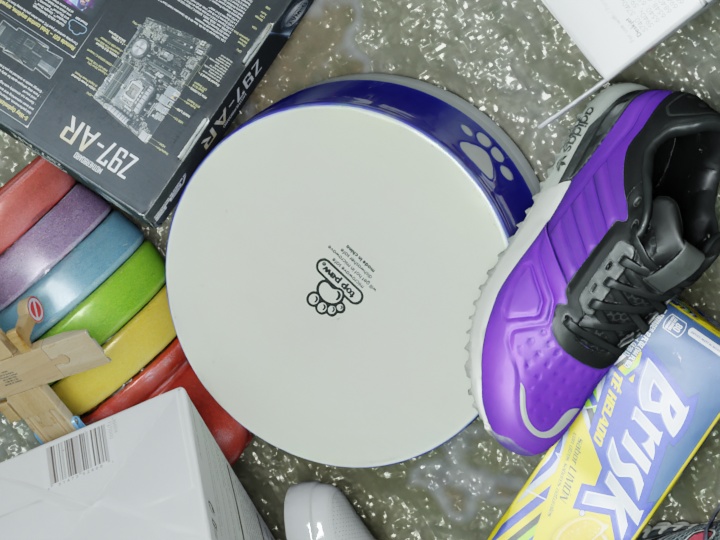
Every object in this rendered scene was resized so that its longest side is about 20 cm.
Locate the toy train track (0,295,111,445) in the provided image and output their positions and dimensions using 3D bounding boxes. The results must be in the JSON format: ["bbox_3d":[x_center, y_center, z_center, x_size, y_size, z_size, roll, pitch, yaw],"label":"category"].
[{"bbox_3d":[-0.159,0.075,1.271,0.114,0.033,0.200,-18,125,26],"label":"toy train track"}]

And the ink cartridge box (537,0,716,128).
[{"bbox_3d":[0.155,-0.159,1.151,0.200,0.116,0.068,-38,89,23],"label":"ink cartridge box"}]

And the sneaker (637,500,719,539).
[{"bbox_3d":[0.180,0.165,1.252,0.200,0.075,0.081,-34,91,25],"label":"sneaker"}]

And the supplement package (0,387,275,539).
[{"bbox_3d":[-0.100,0.185,1.256,0.121,0.120,0.200,-23,129,5],"label":"supplement package"}]

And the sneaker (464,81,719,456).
[{"bbox_3d":[0.125,-0.001,1.170,0.099,0.069,0.201,12,76,54],"label":"sneaker"}]

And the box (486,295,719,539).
[{"bbox_3d":[0.125,0.109,1.235,0.064,0.070,0.200,34,98,8],"label":"box"}]

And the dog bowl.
[{"bbox_3d":[0.000,0.000,1.269,0.199,0.079,0.201,5,106,18],"label":"dog bowl"}]

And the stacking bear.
[{"bbox_3d":[-0.142,0.040,1.322,0.114,0.121,0.200,-36,100,32],"label":"stacking bear"}]

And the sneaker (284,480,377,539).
[{"bbox_3d":[0.041,0.193,1.316,0.115,0.074,0.200,-18,107,21],"label":"sneaker"}]

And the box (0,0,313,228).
[{"bbox_3d":[-0.147,-0.142,1.267,0.200,0.044,0.160,32,85,9],"label":"box"}]
